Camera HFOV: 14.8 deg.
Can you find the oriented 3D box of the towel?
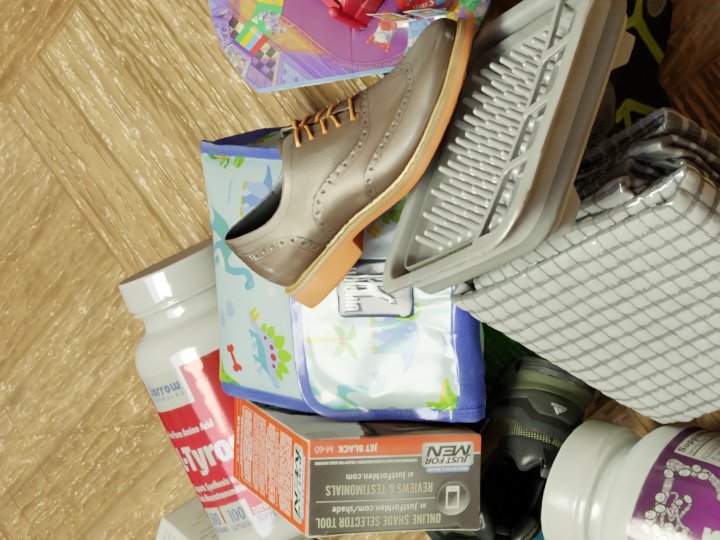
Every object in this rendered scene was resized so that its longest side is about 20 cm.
[{"bbox_3d":[0.172,-0.004,1.542,0.165,0.086,0.200,32,145,-22],"label":"towel"}]

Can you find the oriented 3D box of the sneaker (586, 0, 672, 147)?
[{"bbox_3d":[0.129,-0.127,1.569,0.076,0.075,0.200,20,125,36],"label":"sneaker"}]

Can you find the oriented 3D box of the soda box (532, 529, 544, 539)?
[{"bbox_3d":[0.177,0.213,1.723,0.200,0.068,0.064,7,118,43],"label":"soda box"}]

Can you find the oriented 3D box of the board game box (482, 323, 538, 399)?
[{"bbox_3d":[0.090,0.027,1.734,0.200,0.030,0.096,-38,83,46],"label":"board game box"}]

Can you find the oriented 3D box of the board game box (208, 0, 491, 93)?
[{"bbox_3d":[-0.014,-0.193,1.621,0.200,0.039,0.158,-7,79,27],"label":"board game box"}]

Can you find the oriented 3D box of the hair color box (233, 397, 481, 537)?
[{"bbox_3d":[-0.005,0.116,1.729,0.200,0.111,0.064,-155,65,-73],"label":"hair color box"}]

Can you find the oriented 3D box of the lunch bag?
[{"bbox_3d":[0.000,0.000,1.709,0.200,0.127,0.170,9,108,46],"label":"lunch bag"}]

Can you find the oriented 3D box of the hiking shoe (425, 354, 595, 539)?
[{"bbox_3d":[0.078,0.136,1.733,0.076,0.101,0.200,22,142,-6],"label":"hiking shoe"}]

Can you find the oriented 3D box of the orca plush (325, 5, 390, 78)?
[{"bbox_3d":[0.016,-0.163,1.690,0.200,0.071,0.105,42,-179,26],"label":"orca plush"}]

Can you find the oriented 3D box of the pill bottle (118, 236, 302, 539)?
[{"bbox_3d":[-0.083,0.081,1.873,0.112,0.112,0.200,-20,98,49],"label":"pill bottle"}]

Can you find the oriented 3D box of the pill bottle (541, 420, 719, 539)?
[{"bbox_3d":[0.210,0.153,1.608,0.200,0.112,0.112,16,124,30],"label":"pill bottle"}]

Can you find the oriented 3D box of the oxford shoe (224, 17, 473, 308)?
[{"bbox_3d":[-0.006,-0.070,1.583,0.073,0.071,0.200,30,111,-13],"label":"oxford shoe"}]

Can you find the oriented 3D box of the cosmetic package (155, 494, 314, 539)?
[{"bbox_3d":[-0.057,0.253,1.970,0.200,0.085,0.108,39,134,21],"label":"cosmetic package"}]

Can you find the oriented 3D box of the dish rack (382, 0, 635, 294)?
[{"bbox_3d":[0.084,-0.069,1.508,0.043,0.172,0.200,23,163,-16],"label":"dish rack"}]
